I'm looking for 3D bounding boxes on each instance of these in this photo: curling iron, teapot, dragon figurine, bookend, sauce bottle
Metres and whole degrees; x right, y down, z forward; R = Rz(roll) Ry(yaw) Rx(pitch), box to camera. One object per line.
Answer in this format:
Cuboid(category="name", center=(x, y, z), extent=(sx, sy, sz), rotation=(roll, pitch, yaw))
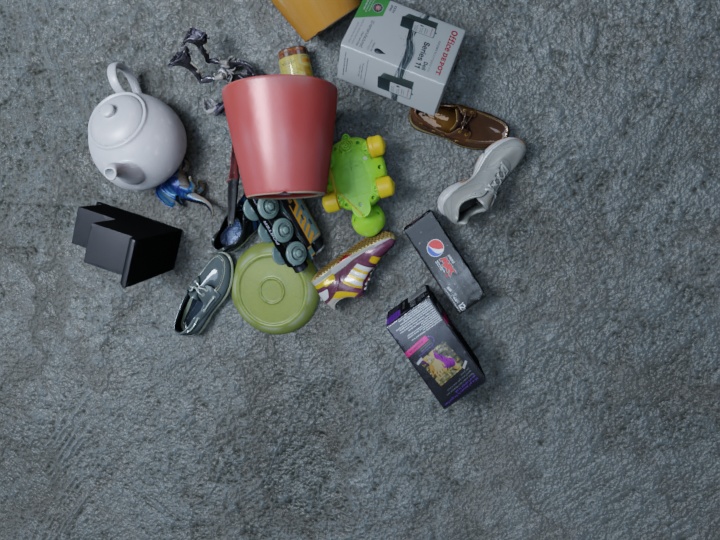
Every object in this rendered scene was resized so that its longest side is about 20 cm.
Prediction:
Cuboid(category="curling iron", center=(-0.251, -0.184, 1.042), extent=(0.025, 0.050, 0.204), rotation=(4, 74, -8))
Cuboid(category="teapot", center=(-0.437, -0.265, 1.004), extent=(0.198, 0.146, 0.199), rotation=(32, 78, 22))
Cuboid(category="dragon figurine", center=(-0.376, -0.164, 1.086), extent=(0.099, 0.059, 0.201), rotation=(-38, 90, 13))
Cuboid(category="bookend", center=(-0.491, -0.058, 1.047), extent=(0.195, 0.200, 0.094), rotation=(18, 101, 2))
Cuboid(category="sauce bottle", center=(-0.110, -0.324, 1.032), extent=(0.065, 0.066, 0.204), rotation=(-11, 101, 8))

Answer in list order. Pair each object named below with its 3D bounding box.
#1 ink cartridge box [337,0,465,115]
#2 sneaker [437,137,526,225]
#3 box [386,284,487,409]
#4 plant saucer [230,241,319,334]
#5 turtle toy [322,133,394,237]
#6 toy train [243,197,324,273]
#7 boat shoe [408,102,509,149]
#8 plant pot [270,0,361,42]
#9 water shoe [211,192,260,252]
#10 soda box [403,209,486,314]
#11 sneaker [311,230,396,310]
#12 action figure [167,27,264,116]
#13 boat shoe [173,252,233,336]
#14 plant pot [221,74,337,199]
Cuboid(category="ink cartridge box", center=(0.074, -0.391, 0.959), extent=(0.197, 0.083, 0.149), rotation=(21, 66, 1))
Cuboid(category="sneaker", center=(0.240, -0.159, 1.000), extent=(0.200, 0.093, 0.075), rotation=(-45, 123, 15))
Cuboid(category="box", center=(0.149, 0.147, 1.055), extent=(0.105, 0.122, 0.202), rotation=(-34, 95, 10))
Cuboid(category="plant saucer", center=(-0.184, 0.040, 1.118), extent=(0.196, 0.031, 0.205), rotation=(1, 100, 6))
Cuboid(category="turtle toy", center=(-0.004, -0.163, 1.028), extent=(0.143, 0.101, 0.204), rotation=(-13, 99, 10))
Cuboid(category="toy train", center=(-0.144, -0.098, 1.042), extent=(0.114, 0.084, 0.202), rotation=(-43, 116, -30))
Cuboid(category="boat shoe", center=(0.186, -0.276, 1.006), extent=(0.196, 0.068, 0.073), rotation=(15, 101, 3))
Cuboid(category="plant pot", center=(-0.094, -0.525, 0.940), extent=(0.198, 0.201, 0.185), rotation=(-30, 111, 10))
Cuboid(category="water shoe", center=(-0.223, -0.113, 1.070), extent=(0.071, 0.079, 0.201), rotation=(37, 101, -2))
Cuboid(category="soda box", center=(0.167, -0.018, 1.055), extent=(0.070, 0.063, 0.202), rotation=(-33, 96, 10))
Cuboid(category="sneaker", center=(0.000, 0.000, 1.077), extent=(0.198, 0.075, 0.091), rotation=(-31, 104, 16))
Cuboid(category="action figure", center=(-0.261, -0.365, 1.021), extent=(0.199, 0.101, 0.121), rotation=(33, 70, -39))
Cuboid(category="boat shoe", center=(-0.331, 0.052, 1.113), extent=(0.072, 0.062, 0.202), rotation=(34, 103, 16))
Cuboid(category="plant pot", center=(-0.132, -0.217, 0.911), extent=(0.196, 0.200, 0.181), rotation=(-2, 95, 6))
